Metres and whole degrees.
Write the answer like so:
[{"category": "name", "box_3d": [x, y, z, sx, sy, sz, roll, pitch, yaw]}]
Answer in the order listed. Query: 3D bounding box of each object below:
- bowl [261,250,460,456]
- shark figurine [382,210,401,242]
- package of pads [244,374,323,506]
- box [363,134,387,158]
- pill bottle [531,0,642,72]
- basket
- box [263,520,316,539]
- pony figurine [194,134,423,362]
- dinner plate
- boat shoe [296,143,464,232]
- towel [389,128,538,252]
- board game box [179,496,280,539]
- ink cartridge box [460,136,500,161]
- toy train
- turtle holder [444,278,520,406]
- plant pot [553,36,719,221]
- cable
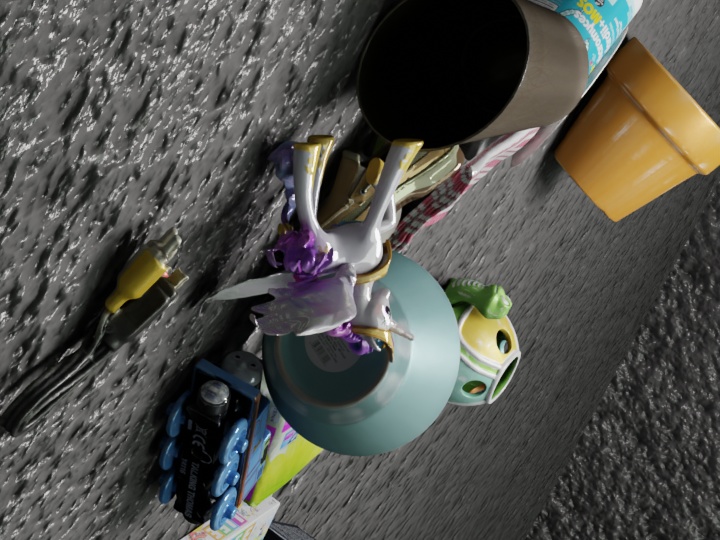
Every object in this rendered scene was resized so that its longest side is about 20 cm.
[{"category": "bowl", "box_3d": [-0.013, 0.074, 1.654, 0.202, 0.200, 0.105, -58, 165, 4]}, {"category": "shark figurine", "box_3d": [-0.012, 0.010, 1.751, 0.215, 0.089, 0.128, -55, 162, -12]}, {"category": "package of pads", "box_3d": [-0.066, 0.144, 1.869, 0.200, 0.068, 0.156, -36, 153, -49]}, {"category": "box", "box_3d": [0.083, -0.185, 1.744, 0.201, 0.035, 0.110, -59, 163, 6]}, {"category": "pill bottle", "box_3d": [0.199, -0.243, 1.837, 0.201, 0.110, 0.111, -52, 163, -17]}, {"category": "basket", "box_3d": [0.120, -0.186, 1.603, 0.179, 0.137, 0.199, -29, 170, 31]}, {"category": "box", "box_3d": [-0.102, 0.398, 2.171, 0.149, 0.104, 0.200, -56, 164, -3]}, {"category": "pony figurine", "box_3d": [-0.033, -0.012, 1.522, 0.191, 0.166, 0.203, -4, 103, -28]}, {"category": "dinner plate", "box_3d": [0.223, -0.198, 1.945, 0.201, 0.024, 0.200, -53, -177, 4]}, {"category": "boat shoe", "box_3d": [0.001, -0.081, 1.663, 0.199, 0.077, 0.072, -38, -158, -12]}, {"category": "towel", "box_3d": [0.103, -0.083, 1.879, 0.146, 0.030, 0.200, -39, 178, -44]}, {"category": "board game box", "box_3d": [-0.175, 0.335, 1.971, 0.200, 0.034, 0.135, -27, 146, -59]}, {"category": "ink cartridge box", "box_3d": [0.174, -0.182, 2.009, 0.199, 0.037, 0.095, -20, 139, -60]}, {"category": "toy train", "box_3d": [-0.135, 0.159, 1.684, 0.115, 0.086, 0.201, -54, 164, -42]}, {"category": "turtle holder", "box_3d": [0.139, 0.085, 2.231, 0.187, 0.131, 0.141, -62, 162, 19]}, {"category": "plant pot", "box_3d": [0.361, -0.171, 2.328, 0.183, 0.201, 0.200, -43, 166, 11]}, {"category": "cable", "box_3d": [-0.208, 0.048, 1.377, 0.200, 0.050, 0.097, -41, 178, -10]}]
